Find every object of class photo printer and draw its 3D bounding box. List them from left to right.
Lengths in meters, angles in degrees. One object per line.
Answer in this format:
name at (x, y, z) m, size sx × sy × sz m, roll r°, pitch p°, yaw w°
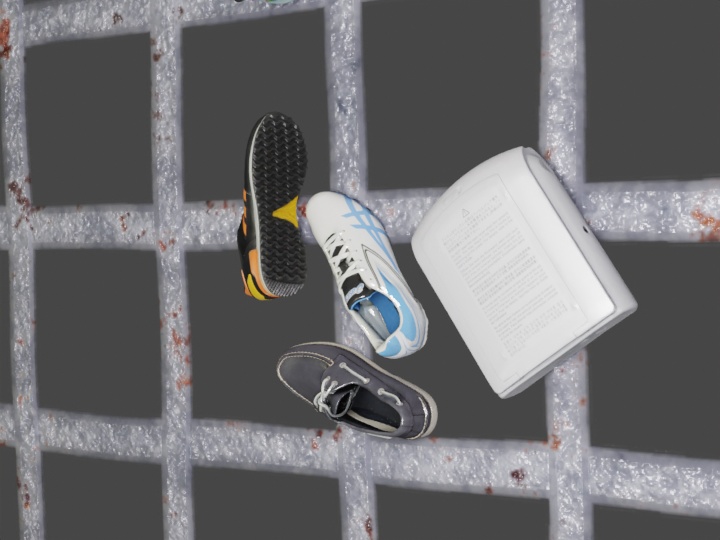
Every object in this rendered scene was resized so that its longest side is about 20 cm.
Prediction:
photo printer at (0.148, -0.004, 1.274) m, size 0.166 × 0.069 × 0.201 m, roll -40°, pitch 72°, yaw 28°

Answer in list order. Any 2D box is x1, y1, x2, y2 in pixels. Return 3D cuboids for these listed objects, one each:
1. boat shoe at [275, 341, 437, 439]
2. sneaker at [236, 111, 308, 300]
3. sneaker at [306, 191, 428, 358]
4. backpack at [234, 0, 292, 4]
boat shoe at (-0.016, 0.125, 1.390) m, size 0.198 × 0.062 × 0.074 m, roll 20°, pitch 103°, yaw 30°
sneaker at (-0.107, -0.067, 1.434) m, size 0.090 × 0.069 × 0.203 m, roll -15°, pitch 75°, yaw 55°
sneaker at (0.000, 0.000, 1.368) m, size 0.072 × 0.072 × 0.201 m, roll -42°, pitch 70°, yaw 28°
backpack at (-0.112, -0.376, 1.387) m, size 0.167 × 0.126 × 0.201 m, roll -42°, pitch 72°, yaw 39°
